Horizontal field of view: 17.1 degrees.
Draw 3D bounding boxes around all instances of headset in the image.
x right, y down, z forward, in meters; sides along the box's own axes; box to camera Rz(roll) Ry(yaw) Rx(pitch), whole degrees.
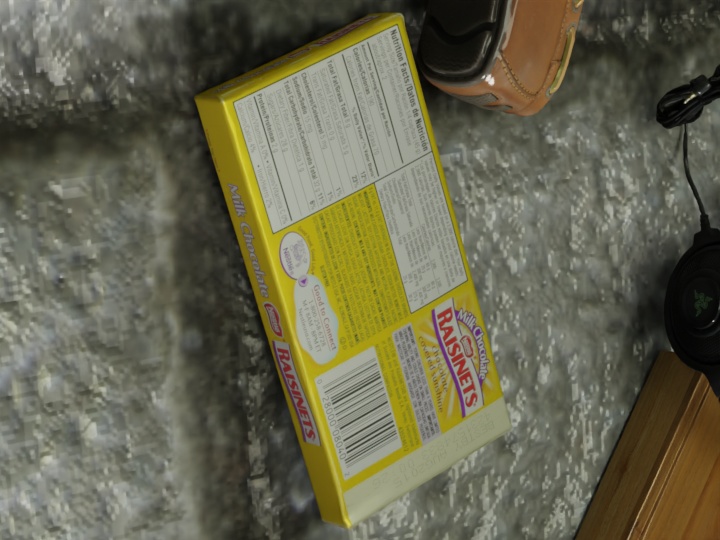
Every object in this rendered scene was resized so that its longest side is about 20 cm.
[{"bbox_3d":[0.201,-0.001,1.130,0.123,0.094,0.200,-31,90,-45],"label":"headset"}]

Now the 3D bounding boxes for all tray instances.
[{"bbox_3d":[0.146,0.151,1.155,0.099,0.037,0.200,36,72,-35],"label":"tray"}]

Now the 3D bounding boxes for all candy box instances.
[{"bbox_3d":[0.000,0.000,1.028,0.102,0.026,0.200,-29,112,-35],"label":"candy box"}]

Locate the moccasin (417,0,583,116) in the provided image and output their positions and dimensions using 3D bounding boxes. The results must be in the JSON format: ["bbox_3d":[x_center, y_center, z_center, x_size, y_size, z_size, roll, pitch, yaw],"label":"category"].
[{"bbox_3d":[0.084,-0.168,1.047,0.078,0.074,0.202,13,84,-48],"label":"moccasin"}]
